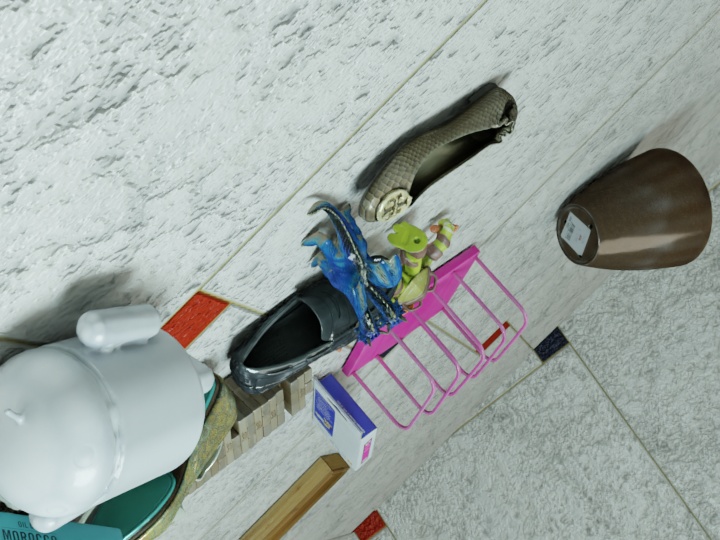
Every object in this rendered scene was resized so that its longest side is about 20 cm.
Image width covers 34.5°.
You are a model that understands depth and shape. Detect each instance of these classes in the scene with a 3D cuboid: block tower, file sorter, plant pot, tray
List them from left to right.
[{"bbox_3d":[-0.136,0.154,1.169,0.199,0.058,0.055,-34,143,-30],"label":"block tower"},{"bbox_3d":[-0.108,0.389,1.930,0.200,0.037,0.098,-47,165,8],"label":"tray"},{"bbox_3d":[0.101,0.093,1.505,0.199,0.126,0.140,-32,162,-36],"label":"file sorter"},{"bbox_3d":[0.402,-0.076,1.780,0.197,0.189,0.188,-15,152,-31],"label":"plant pot"}]

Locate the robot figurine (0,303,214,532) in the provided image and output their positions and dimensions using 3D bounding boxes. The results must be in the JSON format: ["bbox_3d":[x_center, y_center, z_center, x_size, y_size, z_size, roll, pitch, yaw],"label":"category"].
[{"bbox_3d":[-0.187,0.103,0.814,0.199,0.112,0.172,-14,125,-61],"label":"robot figurine"}]

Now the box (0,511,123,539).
[{"bbox_3d":[-0.278,0.229,0.882,0.198,0.049,0.083,21,119,-43],"label":"box"}]

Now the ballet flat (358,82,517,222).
[{"bbox_3d":[0.076,-0.102,1.054,0.199,0.046,0.068,-39,162,-28],"label":"ballet flat"}]

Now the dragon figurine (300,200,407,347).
[{"bbox_3d":[0.000,0.000,1.044,0.059,0.100,0.201,-38,161,-15],"label":"dragon figurine"}]

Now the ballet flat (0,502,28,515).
[{"bbox_3d":[-0.301,0.242,1.018,0.067,0.047,0.201,-26,164,-18],"label":"ballet flat"}]

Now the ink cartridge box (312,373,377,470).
[{"bbox_3d":[-0.022,0.196,1.520,0.037,0.095,0.201,-38,164,-15],"label":"ink cartridge box"}]

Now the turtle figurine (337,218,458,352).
[{"bbox_3d":[0.042,0.016,1.265,0.200,0.064,0.161,-43,165,-3],"label":"turtle figurine"}]

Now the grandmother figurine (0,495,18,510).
[{"bbox_3d":[-0.236,0.155,0.943,0.120,0.061,0.200,-32,166,15],"label":"grandmother figurine"}]

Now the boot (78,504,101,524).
[{"bbox_3d":[-0.275,0.283,1.192,0.201,0.072,0.144,-54,-168,-18],"label":"boot"}]

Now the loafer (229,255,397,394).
[{"bbox_3d":[-0.041,0.050,1.135,0.199,0.069,0.070,-35,172,-17],"label":"loafer"}]

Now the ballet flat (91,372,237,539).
[{"bbox_3d":[-0.173,0.188,1.065,0.202,0.070,0.071,-60,173,-26],"label":"ballet flat"}]
